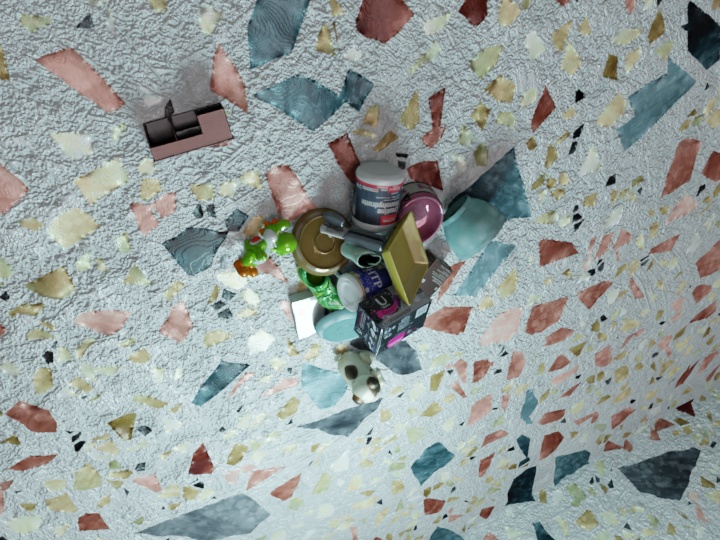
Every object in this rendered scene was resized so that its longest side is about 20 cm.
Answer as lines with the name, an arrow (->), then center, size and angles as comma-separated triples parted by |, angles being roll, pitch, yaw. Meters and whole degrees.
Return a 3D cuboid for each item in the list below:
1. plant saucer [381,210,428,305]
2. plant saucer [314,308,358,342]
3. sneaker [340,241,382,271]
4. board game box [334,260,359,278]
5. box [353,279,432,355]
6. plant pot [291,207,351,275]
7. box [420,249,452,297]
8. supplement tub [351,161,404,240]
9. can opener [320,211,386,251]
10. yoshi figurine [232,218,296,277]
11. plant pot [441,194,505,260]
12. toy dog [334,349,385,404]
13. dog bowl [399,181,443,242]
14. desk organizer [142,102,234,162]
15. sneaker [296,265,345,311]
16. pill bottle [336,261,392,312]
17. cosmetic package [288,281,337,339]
plant saucer -> 0.124, -0.036, 1.502 | 0.048, 0.201, 0.201 | -4, 125, 30
plant saucer -> -0.048, 0.183, 1.687 | 0.198, 0.028, 0.201 | -11, 147, -7
sneaker -> 0.053, -0.047, 1.528 | 0.198, 0.118, 0.075 | -9, 119, -26
board game box -> 0.000, 0.000, 1.652 | 0.200, 0.034, 0.127 | 45, 73, -37
box -> 0.093, 0.130, 1.536 | 0.199, 0.115, 0.133 | -27, 146, -31
plant pot -> -0.107, -0.083, 1.534 | 0.198, 0.027, 0.203 | -3, 98, -20
box -> 0.207, 0.039, 1.774 | 0.100, 0.075, 0.200 | 30, 107, -36
supplement tub -> 0.047, -0.199, 1.507 | 0.139, 0.141, 0.202 | -6, 123, -20
can opener -> -0.024, -0.106, 1.473 | 0.198, 0.053, 0.067 | 20, 132, 11
yoshi figurine -> -0.257, -0.053, 1.481 | 0.200, 0.113, 0.112 | -44, 128, 12
plant pot -> 0.339, -0.151, 1.654 | 0.134, 0.200, 0.200 | 43, 99, -10
toy dog -> 0.007, 0.372, 1.815 | 0.139, 0.200, 0.194 | -40, 128, 4
dog bowl -> 0.170, -0.168, 1.624 | 0.198, 0.074, 0.202 | -12, 124, -18
desk organizer -> -0.415, -0.335, 1.261 | 0.198, 0.072, 0.078 | -20, 124, -11
sneaker -> -0.115, 0.056, 1.595 | 0.200, 0.083, 0.074 | 43, 80, -14
pill bottle -> 0.039, 0.040, 1.593 | 0.199, 0.119, 0.121 | -21, 129, -34
cosmetic package -> -0.123, 0.125, 1.696 | 0.198, 0.052, 0.152 | -16, 123, -14
